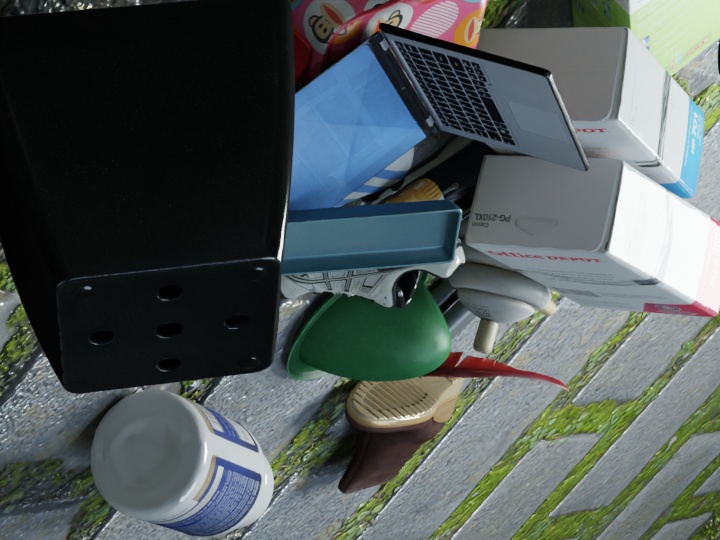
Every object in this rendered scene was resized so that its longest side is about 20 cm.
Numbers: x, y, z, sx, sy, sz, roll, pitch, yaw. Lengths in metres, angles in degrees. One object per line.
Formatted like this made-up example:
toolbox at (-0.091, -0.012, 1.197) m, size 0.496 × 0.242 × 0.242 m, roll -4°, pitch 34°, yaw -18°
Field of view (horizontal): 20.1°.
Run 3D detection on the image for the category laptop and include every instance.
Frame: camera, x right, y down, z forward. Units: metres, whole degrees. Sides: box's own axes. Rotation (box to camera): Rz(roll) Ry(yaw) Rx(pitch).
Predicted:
laptop at (0.041, -0.084, 1.455) m, size 0.116 × 0.199 × 0.187 m, roll -68°, pitch 160°, yaw -11°

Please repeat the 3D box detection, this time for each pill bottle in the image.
pill bottle at (-0.150, 0.177, 1.801) m, size 0.111 × 0.111 × 0.200 m, roll -43°, pitch 157°, yaw 4°

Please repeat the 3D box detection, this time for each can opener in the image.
can opener at (0.144, -0.009, 2.015) m, size 0.200 × 0.053 × 0.066 m, roll -43°, pitch 158°, yaw 3°

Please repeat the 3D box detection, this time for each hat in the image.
hat at (0.059, 0.092, 1.896) m, size 0.200 × 0.176 × 0.166 m, roll -40°, pitch 159°, yaw -6°

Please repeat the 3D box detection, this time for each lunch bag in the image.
lunch bag at (0.002, -0.158, 1.491) m, size 0.176 × 0.082 × 0.200 m, roll -30°, pitch 155°, yaw -24°

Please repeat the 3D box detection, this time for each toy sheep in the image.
toy sheep at (0.141, -0.019, 1.875) m, size 0.138 × 0.137 × 0.201 m, roll 34°, pitch 65°, yaw -67°

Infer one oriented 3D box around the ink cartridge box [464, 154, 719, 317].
ink cartridge box at (0.206, -0.029, 1.739) m, size 0.200 × 0.144 × 0.085 m, roll 25°, pitch 74°, yaw -49°

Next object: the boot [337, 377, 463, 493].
boot at (0.022, 0.179, 2.126) m, size 0.200 × 0.072 × 0.167 m, roll -14°, pitch 143°, yaw -54°

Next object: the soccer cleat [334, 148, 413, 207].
soccer cleat at (-0.041, -0.076, 1.604) m, size 0.200 × 0.070 × 0.087 m, roll -32°, pitch 141°, yaw -29°

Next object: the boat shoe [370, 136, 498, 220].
boat shoe at (0.067, -0.052, 1.803) m, size 0.200 × 0.062 × 0.075 m, roll -38°, pitch 156°, yaw -11°

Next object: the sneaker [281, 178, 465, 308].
sneaker at (0.000, 0.000, 1.682) m, size 0.200 × 0.088 × 0.076 m, roll -24°, pitch -172°, yaw 41°

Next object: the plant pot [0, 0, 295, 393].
plant pot at (-0.133, -0.036, 1.281) m, size 0.199 × 0.178 × 0.200 m, roll -5°, pitch 147°, yaw -10°

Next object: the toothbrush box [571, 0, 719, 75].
toothbrush box at (0.258, -0.255, 1.720) m, size 0.145 × 0.086 × 0.200 m, roll -38°, pitch 158°, yaw -8°

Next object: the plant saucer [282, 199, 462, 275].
plant saucer at (-0.025, -0.024, 1.540) m, size 0.199 × 0.019 × 0.070 m, roll -4°, pitch 146°, yaw -7°

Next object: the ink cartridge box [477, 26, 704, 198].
ink cartridge box at (0.188, -0.130, 1.705) m, size 0.200 × 0.146 × 0.086 m, roll 34°, pitch 63°, yaw -58°

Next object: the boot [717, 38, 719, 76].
boot at (0.376, -0.259, 1.829) m, size 0.168 × 0.076 × 0.201 m, roll 28°, pitch 84°, yaw -78°
